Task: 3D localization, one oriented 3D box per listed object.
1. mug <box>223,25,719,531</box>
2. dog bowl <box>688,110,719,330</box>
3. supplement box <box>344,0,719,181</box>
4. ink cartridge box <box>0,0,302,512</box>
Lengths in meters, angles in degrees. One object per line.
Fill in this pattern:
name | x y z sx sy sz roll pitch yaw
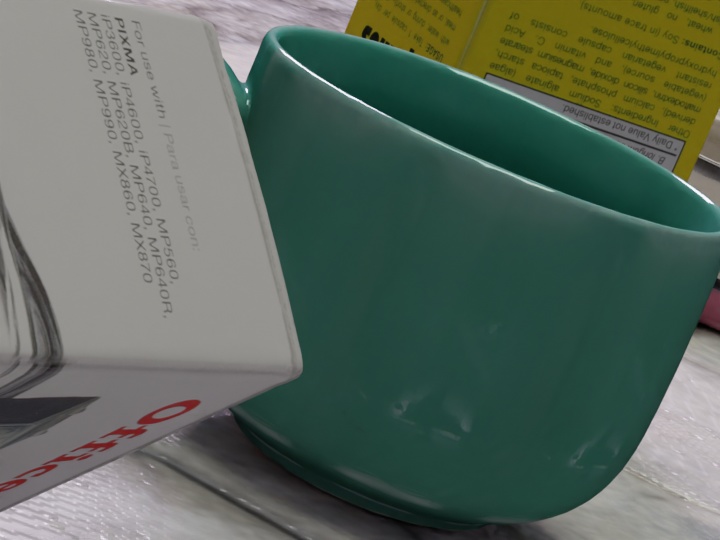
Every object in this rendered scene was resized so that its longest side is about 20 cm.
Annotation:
mug | 0.008 0.002 0.901 0.184 0.115 0.152 27 13 22
dog bowl | 0.166 -0.027 1.405 0.199 0.074 0.200 22 12 -5
supplement box | 0.063 -0.076 1.120 0.108 0.201 0.110 17 13 -25
ink cartridge box | -0.128 0.005 0.548 0.200 0.145 0.085 2 67 -56
